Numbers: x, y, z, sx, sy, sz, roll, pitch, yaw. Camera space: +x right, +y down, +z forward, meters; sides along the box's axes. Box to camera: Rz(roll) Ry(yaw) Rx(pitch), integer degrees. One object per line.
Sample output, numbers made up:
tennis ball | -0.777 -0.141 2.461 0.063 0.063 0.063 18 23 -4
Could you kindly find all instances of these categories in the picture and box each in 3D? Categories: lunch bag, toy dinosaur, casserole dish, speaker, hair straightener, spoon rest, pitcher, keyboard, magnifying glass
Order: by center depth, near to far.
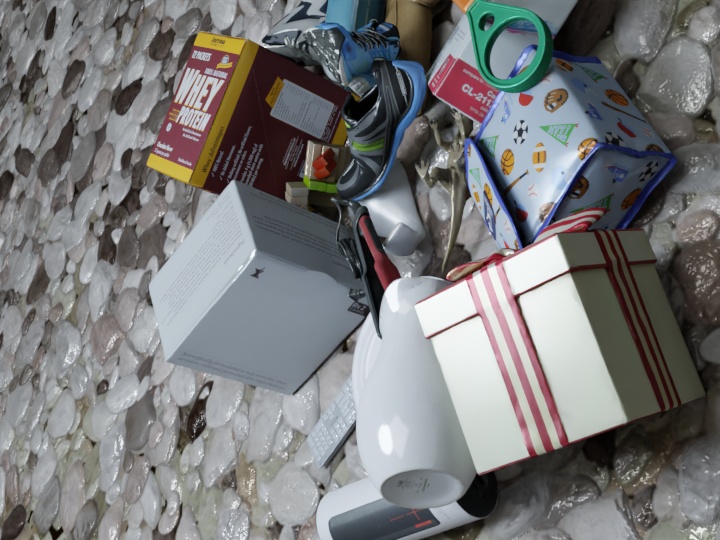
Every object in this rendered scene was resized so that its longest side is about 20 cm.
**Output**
pitcher | 0.055 0.134 1.057 0.172 0.121 0.201 96 176 -51
lunch bag | 0.188 -0.095 1.096 0.200 0.123 0.170 -60 37 37
magnifying glass | 0.127 -0.253 1.097 0.080 0.022 0.200 -49 52 22
speaker | 0.047 0.244 1.139 0.200 0.081 0.082 -29 53 39
toy dinosaur | 0.108 -0.106 1.209 0.058 0.101 0.201 -2 72 29
hair straightener | 0.000 0.000 1.229 0.077 0.041 0.201 -46 55 31
keyboard | -0.004 0.145 1.298 0.200 0.011 0.056 -55 40 17
spoon rest | 0.033 -0.072 1.328 0.100 0.060 0.200 -54 27 17
casserole dish | 0.004 -0.334 1.427 0.039 0.121 0.201 0 72 31

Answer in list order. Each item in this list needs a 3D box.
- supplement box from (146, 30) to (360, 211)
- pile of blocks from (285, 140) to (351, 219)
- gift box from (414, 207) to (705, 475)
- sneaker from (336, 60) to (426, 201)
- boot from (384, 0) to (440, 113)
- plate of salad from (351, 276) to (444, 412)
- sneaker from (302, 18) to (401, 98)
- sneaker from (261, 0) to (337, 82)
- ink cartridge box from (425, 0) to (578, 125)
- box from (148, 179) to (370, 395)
supplement box | -0.143 -0.187 1.461 0.133 0.199 0.198 24 92 52
pile of blocks | -0.071 -0.076 1.404 0.200 0.082 0.062 -57 18 6
gift box | 0.177 0.060 0.976 0.184 0.200 0.188 -27 77 33
sneaker | 0.010 -0.167 1.278 0.071 0.082 0.200 -94 22 -46
boot | 0.080 -0.297 1.361 0.175 0.066 0.201 -24 55 57
plate of salad | 0.066 0.107 1.198 0.200 0.048 0.201 -15 69 45
sneaker | -0.002 -0.264 1.264 0.090 0.200 0.079 -39 84 12
sneaker | -0.075 -0.303 1.512 0.129 0.079 0.200 -33 49 21
ink cartridge box | 0.159 -0.266 1.185 0.200 0.083 0.146 -57 8 14
box | -0.120 0.027 1.338 0.200 0.198 0.131 -47 43 25
